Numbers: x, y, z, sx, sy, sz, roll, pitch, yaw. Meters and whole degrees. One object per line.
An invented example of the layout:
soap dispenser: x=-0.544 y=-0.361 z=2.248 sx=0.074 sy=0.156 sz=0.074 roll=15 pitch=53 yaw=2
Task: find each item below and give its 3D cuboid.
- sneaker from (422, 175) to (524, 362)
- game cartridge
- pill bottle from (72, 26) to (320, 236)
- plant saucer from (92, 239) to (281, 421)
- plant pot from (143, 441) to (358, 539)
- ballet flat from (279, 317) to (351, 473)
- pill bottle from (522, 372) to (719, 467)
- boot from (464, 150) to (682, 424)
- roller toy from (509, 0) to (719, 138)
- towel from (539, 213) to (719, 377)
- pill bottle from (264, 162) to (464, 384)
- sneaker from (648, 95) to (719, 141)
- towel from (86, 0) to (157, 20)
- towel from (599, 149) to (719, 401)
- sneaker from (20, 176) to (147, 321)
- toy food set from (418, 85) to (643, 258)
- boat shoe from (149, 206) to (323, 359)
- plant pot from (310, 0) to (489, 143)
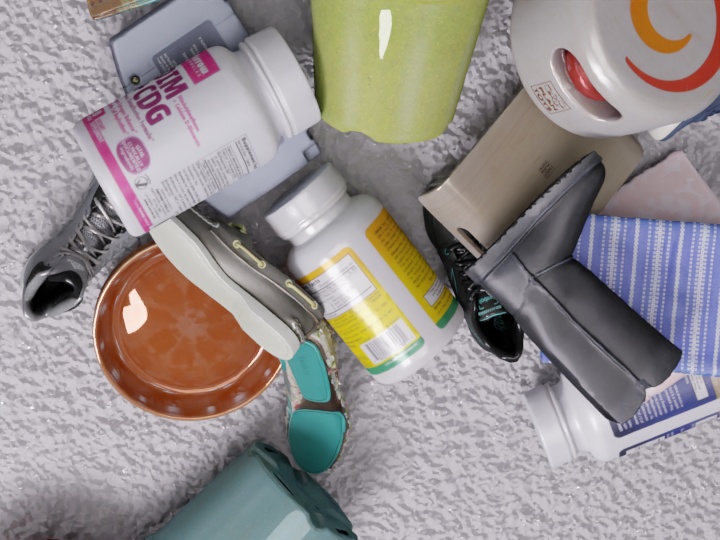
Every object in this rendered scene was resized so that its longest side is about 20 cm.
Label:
sneaker: x=0.122 y=0.001 z=1.332 sx=0.075 sy=0.079 sz=0.201 roll=-24 pitch=109 yaw=5
game cartridge: x=-0.141 y=-0.157 z=1.260 sx=0.132 sy=0.042 sz=0.201 roll=-32 pitch=110 yaw=-1
pill bottle: x=-0.142 y=-0.127 z=1.190 sx=0.199 sy=0.113 sz=0.114 roll=-30 pitch=110 yaw=-6
plant saucer: x=-0.166 y=0.055 z=1.340 sx=0.198 sy=0.032 sz=0.202 roll=-4 pitch=113 yaw=-9
plant pot: x=-0.118 y=0.294 z=1.363 sx=0.200 sy=0.200 sz=0.196 roll=41 pitch=94 yaw=-17
ballet flat: x=-0.042 y=0.118 z=1.359 sx=0.075 sy=0.064 sz=0.202 roll=7 pitch=130 yaw=9
pill bottle: x=0.272 y=0.126 z=1.374 sx=0.198 sy=0.111 sz=0.112 roll=-22 pitch=111 yaw=2
boot: x=0.220 y=0.017 z=1.228 sx=0.200 sy=0.066 sz=0.165 roll=45 pitch=100 yaw=1
roller toy: x=0.231 y=-0.216 z=1.211 sx=0.198 sy=0.139 sz=0.185 roll=2 pitch=86 yaw=-26
towel: x=0.271 y=0.024 z=1.269 sx=0.197 sy=0.024 sz=0.147 roll=4 pitch=94 yaw=-1
pill bottle: x=0.000 y=0.000 z=1.295 sx=0.112 sy=0.113 sz=0.200 roll=-38 pitch=100 yaw=9
sneaker: x=0.371 y=-0.177 z=1.292 sx=0.200 sy=0.075 sz=0.085 roll=-39 pitch=104 yaw=9
towel: x=-0.160 y=-0.314 z=1.172 sx=0.198 sy=0.022 sz=0.148 roll=-16 pitch=82 yaw=14
towel: x=0.286 y=0.012 z=1.323 sx=0.199 sy=0.032 sz=0.192 roll=-33 pitch=75 yaw=3
sneaker: x=-0.249 y=-0.024 z=1.266 sx=0.075 sy=0.116 sz=0.200 roll=38 pitch=103 yaw=-17
toy food set: x=0.165 y=-0.098 z=1.292 sx=0.143 sy=0.060 sz=0.200 roll=43 pitch=82 yaw=-20
boat shoe: x=-0.121 y=-0.006 z=1.262 sx=0.202 sy=0.072 sz=0.060 roll=44 pitch=65 yaw=0
plant pot: x=0.032 y=-0.223 z=1.197 sx=0.198 sy=0.201 sz=0.186 roll=3 pitch=121 yaw=-6
